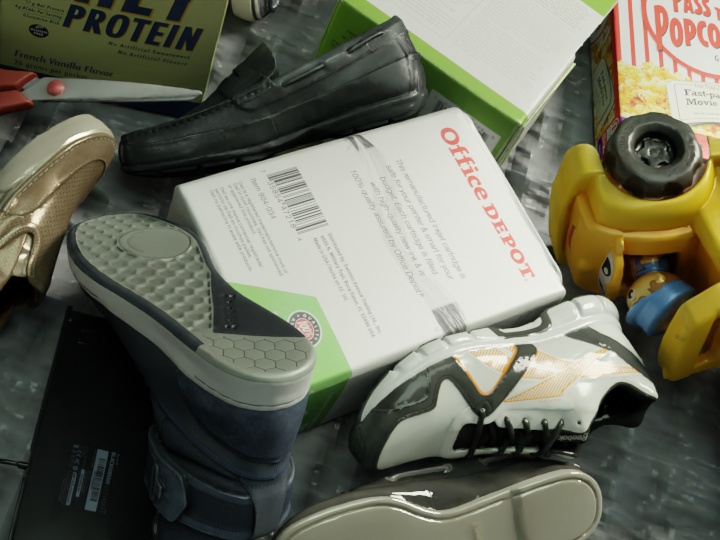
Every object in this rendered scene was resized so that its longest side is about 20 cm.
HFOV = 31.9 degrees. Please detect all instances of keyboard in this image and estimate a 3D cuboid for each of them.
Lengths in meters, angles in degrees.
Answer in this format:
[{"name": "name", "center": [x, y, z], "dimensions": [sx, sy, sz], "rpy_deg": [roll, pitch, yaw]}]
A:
[{"name": "keyboard", "center": [-0.170, 0.111, 0.687], "dimensions": [0.127, 0.021, 0.201], "rpy_deg": [17, 56, -16]}]

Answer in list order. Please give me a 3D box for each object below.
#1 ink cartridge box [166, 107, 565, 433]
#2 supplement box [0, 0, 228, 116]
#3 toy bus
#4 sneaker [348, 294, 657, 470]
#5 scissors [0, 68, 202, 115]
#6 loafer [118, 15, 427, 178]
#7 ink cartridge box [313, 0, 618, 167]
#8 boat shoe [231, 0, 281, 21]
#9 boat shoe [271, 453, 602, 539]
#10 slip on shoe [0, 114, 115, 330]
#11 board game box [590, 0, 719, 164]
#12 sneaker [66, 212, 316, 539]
[{"name": "ink cartridge box", "center": [0.000, 0.000, 0.766], "dimensions": [0.199, 0.084, 0.146], "rpy_deg": [-18, 69, -26]}, {"name": "supplement box", "center": [-0.141, -0.242, 0.790], "dimensions": [0.134, 0.200, 0.201], "rpy_deg": [10, 59, -12]}, {"name": "toy bus", "center": [0.229, 0.009, 0.786], "dimensions": [0.199, 0.136, 0.193], "rpy_deg": [-4, 61, -1]}, {"name": "sneaker", "center": [0.087, 0.076, 0.725], "dimensions": [0.199, 0.074, 0.080], "rpy_deg": [-18, 57, -24]}, {"name": "scissors", "center": [-0.196, -0.116, 0.766], "dimensions": [0.199, 0.014, 0.073], "rpy_deg": [-11, 65, 5]}, {"name": "loafer", "center": [-0.058, -0.107, 0.792], "dimensions": [0.200, 0.068, 0.071], "rpy_deg": [-16, 94, -3]}, {"name": "ink cartridge box", "center": [0.081, -0.169, 0.896], "dimensions": [0.148, 0.076, 0.200], "rpy_deg": [36, 48, 5]}, {"name": "boat shoe", "center": [-0.023, -0.251, 0.838], "dimensions": [0.092, 0.201, 0.075], "rpy_deg": [19, 28, 4]}, {"name": "boat shoe", "center": [0.040, 0.146, 0.721], "dimensions": [0.199, 0.057, 0.067], "rpy_deg": [-8, 100, -17]}, {"name": "slip on shoe", "center": [-0.198, -0.005, 0.710], "dimensions": [0.060, 0.076, 0.200], "rpy_deg": [34, 59, 9]}, {"name": "board game box", "center": [0.251, -0.151, 0.955], "dimensions": [0.151, 0.046, 0.201], "rpy_deg": [10, 59, -12]}, {"name": "sneaker", "center": [-0.103, 0.065, 0.686], "dimensions": [0.077, 0.147, 0.202], "rpy_deg": [-15, 37, -32]}]
